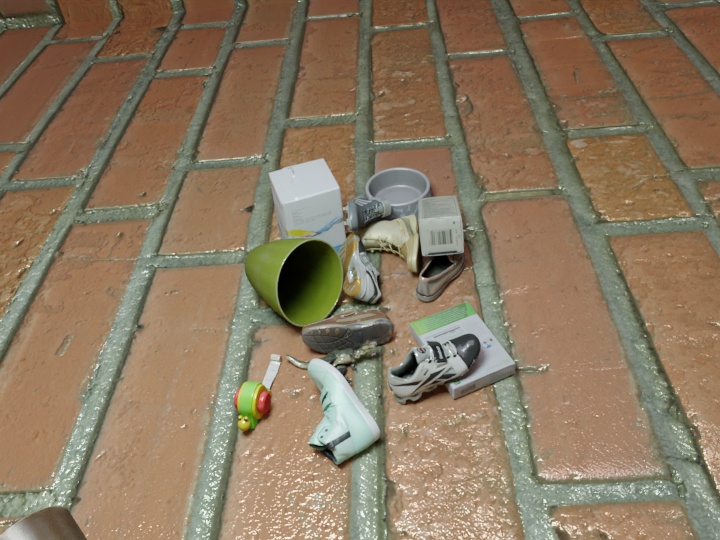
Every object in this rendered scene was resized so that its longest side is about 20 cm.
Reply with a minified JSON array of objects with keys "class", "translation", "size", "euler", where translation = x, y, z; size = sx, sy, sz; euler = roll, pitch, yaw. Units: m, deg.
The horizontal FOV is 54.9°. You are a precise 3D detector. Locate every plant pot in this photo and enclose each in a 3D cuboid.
[{"class":"plant pot","translation":[-0.449,0.494,1.029],"size":[0.198,0.189,0.187],"euler":[33,53,20]},{"class":"plant pot","translation":[-0.169,0.009,1.552],"size":[0.186,0.191,0.198],"euler":[-36,33,-31]}]

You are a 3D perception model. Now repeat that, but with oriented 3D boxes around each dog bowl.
[{"class":"dog bowl","translation":[0.099,-0.200,1.825],"size":[0.194,0.060,0.203],"euler":[-4,40,3]}]

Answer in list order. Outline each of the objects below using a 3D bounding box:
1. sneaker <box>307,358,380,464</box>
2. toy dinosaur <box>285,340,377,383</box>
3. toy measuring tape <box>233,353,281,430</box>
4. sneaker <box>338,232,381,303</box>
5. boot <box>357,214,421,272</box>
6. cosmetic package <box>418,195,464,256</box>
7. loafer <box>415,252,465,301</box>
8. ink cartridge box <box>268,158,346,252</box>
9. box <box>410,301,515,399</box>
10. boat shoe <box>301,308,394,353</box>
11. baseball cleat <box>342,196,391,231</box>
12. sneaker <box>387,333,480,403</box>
[{"class":"sneaker","translation":[-0.065,0.260,1.282],"size":[0.117,0.075,0.201],"euler":[-30,60,-24]},{"class":"toy dinosaur","translation":[-0.058,0.193,1.407],"size":[0.194,0.048,0.089],"euler":[-10,37,4]},{"class":"toy measuring tape","translation":[-0.200,0.225,1.366],"size":[0.072,0.075,0.202],"euler":[5,42,14]},{"class":"sneaker","translation":[0.000,0.000,1.598],"size":[0.086,0.076,0.203],"euler":[26,35,-28]},{"class":"boot","translation":[0.067,-0.061,1.656],"size":[0.151,0.074,0.202],"euler":[-4,39,2]},{"class":"cosmetic package","translation":[0.187,-0.108,1.630],"size":[0.100,0.090,0.201],"euler":[-5,19,8]},{"class":"loafer","translation":[0.189,-0.012,1.589],"size":[0.070,0.064,0.201],"euler":[18,46,26]},{"class":"ink cartridge box","translation":[-0.125,-0.133,1.668],"size":[0.142,0.204,0.148],"euler":[-16,41,-11]},{"class":"box","translation":[0.205,0.158,1.414],"size":[0.141,0.037,0.201],"euler":[-18,43,-13]},{"class":"boat shoe","translation":[-0.029,0.123,1.465],"size":[0.194,0.077,0.072],"euler":[-3,35,-10]},{"class":"baseball cleat","translation":[0.019,-0.146,1.662],"size":[0.103,0.072,0.201],"euler":[-5,19,9]},{"class":"sneaker","translation":[0.140,0.173,1.321],"size":[0.197,0.089,0.074],"euler":[-33,42,-3]}]
